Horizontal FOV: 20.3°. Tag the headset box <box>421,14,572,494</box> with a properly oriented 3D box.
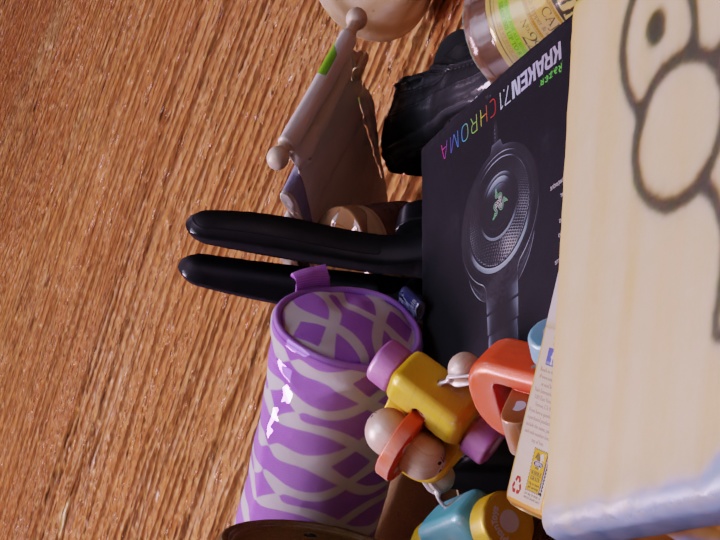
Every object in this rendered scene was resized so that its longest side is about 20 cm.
[{"bbox_3d":[0.106,0.006,0.975,0.174,0.092,0.202,-38,46,56],"label":"headset box"}]

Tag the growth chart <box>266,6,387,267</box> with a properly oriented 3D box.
[{"bbox_3d":[-0.017,-0.035,1.200,0.201,0.018,0.145,82,-150,-45],"label":"growth chart"}]

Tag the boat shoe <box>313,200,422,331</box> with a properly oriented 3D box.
[{"bbox_3d":[0.023,0.059,1.168,0.072,0.072,0.202,-5,95,51],"label":"boat shoe"}]

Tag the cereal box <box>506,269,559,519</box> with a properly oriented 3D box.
[{"bbox_3d":[0.148,0.012,0.817,0.039,0.143,0.202,19,96,66],"label":"cereal box"}]

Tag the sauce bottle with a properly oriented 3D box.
[{"bbox_3d":[0.138,-0.145,0.963,0.199,0.064,0.065,-24,55,40],"label":"sauce bottle"}]

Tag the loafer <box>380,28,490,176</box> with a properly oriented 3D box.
[{"bbox_3d":[0.064,-0.106,1.152,0.200,0.067,0.071,156,115,-65],"label":"loafer"}]

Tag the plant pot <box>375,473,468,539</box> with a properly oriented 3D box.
[{"bbox_3d":[0.015,0.149,1.093,0.200,0.027,0.202,-1,89,62],"label":"plant pot"}]

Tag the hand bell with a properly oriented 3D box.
[{"bbox_3d":[0.065,-0.207,1.204,0.199,0.103,0.105,-9,70,53],"label":"hand bell"}]

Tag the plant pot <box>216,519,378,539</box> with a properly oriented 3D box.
[{"bbox_3d":[-0.039,0.231,0.984,0.186,0.185,0.202,-153,69,-65],"label":"plant pot"}]

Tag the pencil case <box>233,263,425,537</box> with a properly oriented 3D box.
[{"bbox_3d":[-0.027,0.100,1.048,0.085,0.083,0.202,40,127,39],"label":"pencil case"}]

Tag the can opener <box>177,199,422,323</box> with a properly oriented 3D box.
[{"bbox_3d":[0.000,0.000,1.093,0.079,0.198,0.064,-111,23,-65],"label":"can opener"}]

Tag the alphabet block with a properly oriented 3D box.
[{"bbox_3d":[0.190,-0.005,0.669,0.195,0.195,0.202,-23,58,60],"label":"alphabet block"}]

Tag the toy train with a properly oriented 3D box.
[{"bbox_3d":[0.063,0.106,0.906,0.149,0.056,0.201,18,135,36],"label":"toy train"}]
